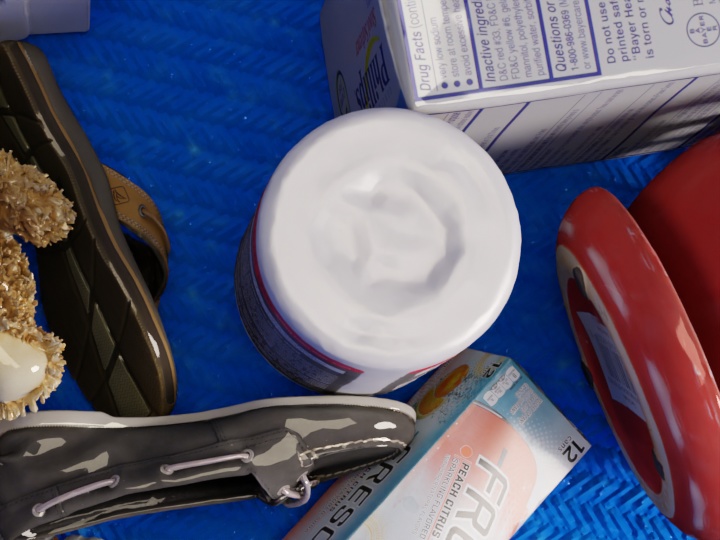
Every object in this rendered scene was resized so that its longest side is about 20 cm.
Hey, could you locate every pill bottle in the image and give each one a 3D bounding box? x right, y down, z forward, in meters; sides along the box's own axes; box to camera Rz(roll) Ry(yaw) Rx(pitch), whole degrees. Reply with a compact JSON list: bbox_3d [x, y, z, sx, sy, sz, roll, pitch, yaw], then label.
[{"bbox_3d":[0.000,0.000,0.895,0.111,0.200,0.111,1,81,-8],"label":"pill bottle"}]

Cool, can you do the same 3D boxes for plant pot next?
[{"bbox_3d":[0.201,0.024,0.924,0.182,0.200,0.201,-23,85,-3],"label":"plant pot"}]

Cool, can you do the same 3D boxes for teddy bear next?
[{"bbox_3d":[-0.197,-0.009,0.923,0.145,0.067,0.200,-48,60,18],"label":"teddy bear"}]

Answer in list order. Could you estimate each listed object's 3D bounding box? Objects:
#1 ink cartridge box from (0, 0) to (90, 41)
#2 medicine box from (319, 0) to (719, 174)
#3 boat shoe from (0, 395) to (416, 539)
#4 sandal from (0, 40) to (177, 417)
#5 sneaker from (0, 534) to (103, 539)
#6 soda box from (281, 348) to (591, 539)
[{"bbox_3d":[-0.206,-0.221,0.930,0.146,0.147,0.200,-5,81,-9],"label":"ink cartridge box"},{"bbox_3d":[0.094,-0.114,0.934,0.200,0.182,0.103,-8,82,-9],"label":"medicine box"},{"bbox_3d":[-0.072,0.095,0.917,0.200,0.067,0.057,-3,69,0],"label":"boat shoe"},{"bbox_3d":[-0.127,-0.020,0.956,0.055,0.082,0.200,-17,78,-36],"label":"sandal"},{"bbox_3d":[-0.201,0.161,0.912,0.200,0.078,0.077,5,98,-1],"label":"sneaker"},{"bbox_3d":[0.015,0.129,0.939,0.064,0.068,0.200,46,79,-16],"label":"soda box"}]
